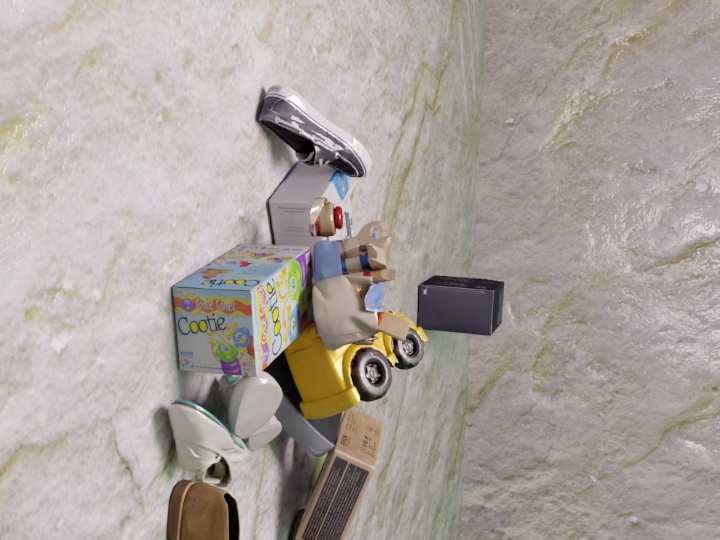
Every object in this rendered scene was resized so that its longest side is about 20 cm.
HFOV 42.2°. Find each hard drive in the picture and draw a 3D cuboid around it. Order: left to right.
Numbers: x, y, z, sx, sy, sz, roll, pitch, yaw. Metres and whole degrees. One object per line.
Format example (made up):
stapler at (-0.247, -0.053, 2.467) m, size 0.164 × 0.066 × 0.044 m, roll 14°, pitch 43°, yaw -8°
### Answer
hard drive at (-0.085, 0.172, 1.380) m, size 0.201 × 0.042 × 0.137 m, roll 54°, pitch 40°, yaw -39°

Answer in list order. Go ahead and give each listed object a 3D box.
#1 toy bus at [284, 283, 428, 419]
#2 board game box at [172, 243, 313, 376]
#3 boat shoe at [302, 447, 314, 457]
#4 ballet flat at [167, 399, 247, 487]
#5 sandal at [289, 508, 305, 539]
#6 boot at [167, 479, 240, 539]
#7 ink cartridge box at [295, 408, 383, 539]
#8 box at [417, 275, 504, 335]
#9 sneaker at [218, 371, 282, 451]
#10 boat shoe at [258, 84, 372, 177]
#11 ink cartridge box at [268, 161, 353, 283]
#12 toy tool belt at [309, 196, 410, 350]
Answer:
toy bus at (-0.025, 0.086, 1.332) m, size 0.199 × 0.135 × 0.195 m, roll -33°, pitch 96°, yaw -43°
board game box at (-0.138, 0.043, 1.152) m, size 0.200 × 0.103 × 0.105 m, roll -43°, pitch 133°, yaw -67°
boat shoe at (-0.074, 0.194, 1.487) m, size 0.068 × 0.071 × 0.205 m, roll 13°, pitch 86°, yaw -52°
ballet flat at (-0.183, 0.215, 1.109) m, size 0.201 × 0.068 × 0.071 m, roll 69°, pitch 28°, yaw -62°
sandal at (-0.092, 0.484, 1.490) m, size 0.081 × 0.053 × 0.203 m, roll 68°, pitch 30°, yaw -56°
boot at (-0.185, 0.354, 1.100) m, size 0.074 × 0.074 × 0.205 m, roll -13°, pitch 107°, yaw -75°
ink cartridge box at (-0.030, 0.334, 1.496) m, size 0.200 × 0.074 × 0.167 m, roll -65°, pitch 179°, yaw -79°
box at (0.261, 0.087, 2.412) m, size 0.200 × 0.192 × 0.120 m, roll -20°, pitch 113°, yaw -72°
sneaker at (-0.147, 0.159, 1.163) m, size 0.075 × 0.089 × 0.201 m, roll -32°, pitch 160°, yaw -19°
boat shoe at (-0.065, -0.179, 1.331) m, size 0.199 × 0.071 × 0.069 m, roll 37°, pitch 63°, yaw -36°
ink cartridge box at (-0.068, -0.046, 1.422) m, size 0.147 × 0.084 × 0.204 m, roll -62°, pitch 150°, yaw -56°
toy tool belt at (0.000, 0.000, 1.228) m, size 0.125 × 0.120 × 0.204 m, roll 76°, pitch 10°, yaw -69°
